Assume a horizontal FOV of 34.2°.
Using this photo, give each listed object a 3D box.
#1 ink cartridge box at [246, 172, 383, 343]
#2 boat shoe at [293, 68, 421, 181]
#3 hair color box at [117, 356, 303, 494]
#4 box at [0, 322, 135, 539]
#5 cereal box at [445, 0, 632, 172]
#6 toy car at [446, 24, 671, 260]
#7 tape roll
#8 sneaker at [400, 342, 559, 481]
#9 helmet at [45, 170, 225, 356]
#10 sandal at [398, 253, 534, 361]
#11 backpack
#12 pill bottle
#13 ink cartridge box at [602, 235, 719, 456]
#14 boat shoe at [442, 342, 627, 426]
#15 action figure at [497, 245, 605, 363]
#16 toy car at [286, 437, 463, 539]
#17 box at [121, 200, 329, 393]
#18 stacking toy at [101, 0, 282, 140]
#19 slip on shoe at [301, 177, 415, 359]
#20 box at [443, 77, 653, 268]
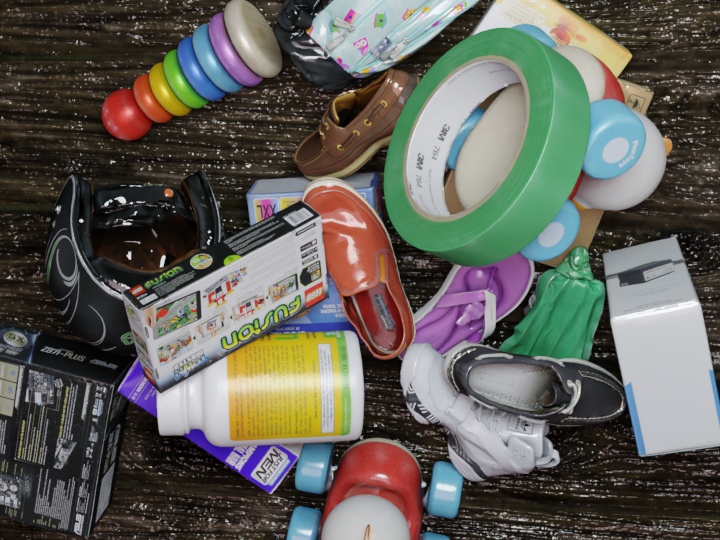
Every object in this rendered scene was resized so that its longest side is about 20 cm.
[{"bbox_3d":[-0.039,0.004,1.240,0.136,0.076,0.200,-3,109,8],"label":"ink cartridge box"},{"bbox_3d":[-0.006,-0.147,1.151,0.068,0.072,0.200,33,147,-27],"label":"boat shoe"},{"bbox_3d":[-0.153,0.145,1.281,0.200,0.109,0.065,33,109,-3],"label":"hair color box"},{"bbox_3d":[-0.358,0.182,1.331,0.164,0.086,0.200,14,109,3],"label":"box"},{"bbox_3d":[0.154,-0.174,1.173,0.144,0.040,0.200,32,108,-6],"label":"cereal box"},{"bbox_3d":[0.205,-0.096,1.082,0.200,0.184,0.177,22,113,-36],"label":"toy car"},{"bbox_3d":[0.103,-0.104,0.994,0.048,0.200,0.200,21,113,-36],"label":"tape roll"},{"bbox_3d":[0.129,0.146,1.227,0.115,0.075,0.200,-8,130,36],"label":"sneaker"},{"bbox_3d":[-0.228,-0.012,1.191,0.200,0.191,0.200,6,70,-16],"label":"helmet"},{"bbox_3d":[0.110,0.047,1.220,0.082,0.050,0.203,28,129,-17],"label":"sandal"},{"bbox_3d":[0.022,-0.265,1.115,0.200,0.167,0.127,-36,116,13],"label":"backpack"},{"bbox_3d":[-0.101,0.119,1.173,0.200,0.111,0.111,-2,108,-7],"label":"pill bottle"},{"bbox_3d":[0.294,0.069,1.150,0.084,0.200,0.145,-12,106,13],"label":"ink cartridge box"},{"bbox_3d":[0.183,0.118,1.171,0.200,0.060,0.074,18,94,-14],"label":"boat shoe"},{"bbox_3d":[0.202,0.058,1.212,0.118,0.055,0.200,14,127,1],"label":"action figure"},{"bbox_3d":[0.006,0.294,1.259,0.184,0.200,0.177,11,109,4],"label":"toy car"},{"bbox_3d":[-0.122,0.024,1.111,0.200,0.035,0.110,-29,137,-26],"label":"box"},{"bbox_3d":[-0.182,-0.193,1.195,0.200,0.085,0.085,-27,102,18],"label":"stacking toy"},{"bbox_3d":[0.000,0.000,1.163,0.074,0.061,0.200,-20,104,12],"label":"slip on shoe"},{"bbox_3d":[0.176,-0.111,1.162,0.163,0.021,0.200,18,111,-4],"label":"box"}]
